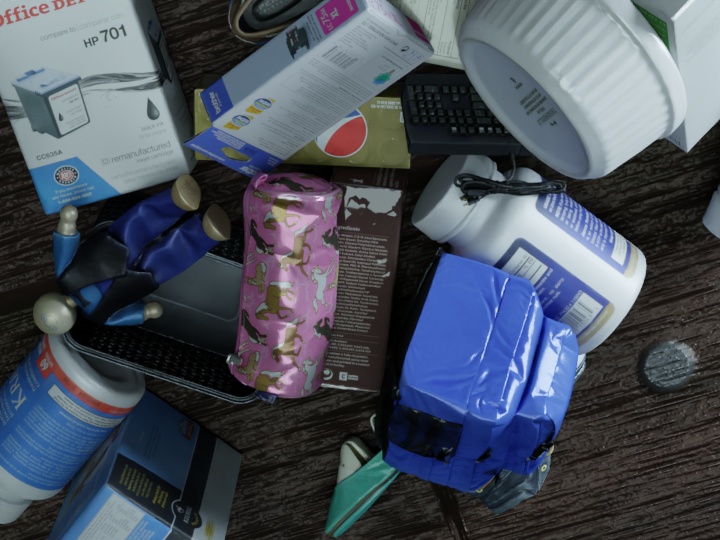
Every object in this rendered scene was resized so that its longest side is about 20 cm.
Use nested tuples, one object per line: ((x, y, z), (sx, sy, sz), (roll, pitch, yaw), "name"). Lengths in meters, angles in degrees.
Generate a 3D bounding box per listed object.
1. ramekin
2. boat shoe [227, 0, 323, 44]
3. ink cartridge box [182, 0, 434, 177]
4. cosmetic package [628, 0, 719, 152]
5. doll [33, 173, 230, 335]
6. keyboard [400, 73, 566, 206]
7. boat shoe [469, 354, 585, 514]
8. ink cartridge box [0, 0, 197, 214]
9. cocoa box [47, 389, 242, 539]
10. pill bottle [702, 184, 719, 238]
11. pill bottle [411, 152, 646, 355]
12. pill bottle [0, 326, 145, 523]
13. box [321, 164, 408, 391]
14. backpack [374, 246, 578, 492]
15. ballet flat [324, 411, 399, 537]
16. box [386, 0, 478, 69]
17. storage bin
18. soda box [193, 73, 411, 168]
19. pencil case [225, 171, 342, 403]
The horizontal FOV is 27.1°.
((0.167, -0.165, 1.242), (0.094, 0.202, 0.203), (-42, 106, -8), "ramekin")
((-0.021, -0.245, 1.233), (0.199, 0.072, 0.072), (-35, 105, 12), "boat shoe")
((-0.048, -0.157, 1.257), (0.199, 0.119, 0.042), (-36, 65, 19), "ink cartridge box")
((0.255, -0.202, 1.249), (0.085, 0.107, 0.200), (-45, 149, -10), "cosmetic package")
((-0.215, -0.009, 1.327), (0.199, 0.049, 0.136), (-35, 116, 20), "doll")
((0.134, -0.118, 1.327), (0.198, 0.021, 0.128), (-2, 69, -16), "keyboard")
((0.169, 0.153, 1.475), (0.091, 0.071, 0.200), (39, 114, -14), "boat shoe")
((-0.245, -0.171, 1.345), (0.145, 0.086, 0.202), (-15, 112, 7), "ink cartridge box")
((-0.210, 0.233, 1.438), (0.131, 0.200, 0.134), (35, 109, -12), "cocoa box")
((0.388, -0.115, 1.339), (0.113, 0.115, 0.201), (19, 111, -6), "pill bottle")
((0.152, -0.023, 1.376), (0.199, 0.120, 0.120), (35, 108, -12), "pill bottle")
((-0.309, 0.151, 1.454), (0.112, 0.112, 0.200), (38, 108, -13), "pill bottle")
((0.000, 0.000, 1.397), (0.074, 0.100, 0.202), (5, 112, 3), "box")
((0.098, 0.114, 1.347), (0.167, 0.163, 0.201), (24, 150, 5), "backpack")
((0.023, 0.180, 1.494), (0.200, 0.067, 0.071), (-43, 82, 15), "ballet flat")
((0.006, -0.245, 1.314), (0.198, 0.078, 0.096), (12, 110, -3), "box")
((-0.167, 0.024, 1.414), (0.198, 0.094, 0.136), (19, 110, -7), "storage bin")
((-0.051, -0.137, 1.365), (0.198, 0.064, 0.068), (3, 111, 0), "soda box")
((-0.066, 0.011, 1.317), (0.082, 0.086, 0.202), (19, 112, 33), "pencil case")
